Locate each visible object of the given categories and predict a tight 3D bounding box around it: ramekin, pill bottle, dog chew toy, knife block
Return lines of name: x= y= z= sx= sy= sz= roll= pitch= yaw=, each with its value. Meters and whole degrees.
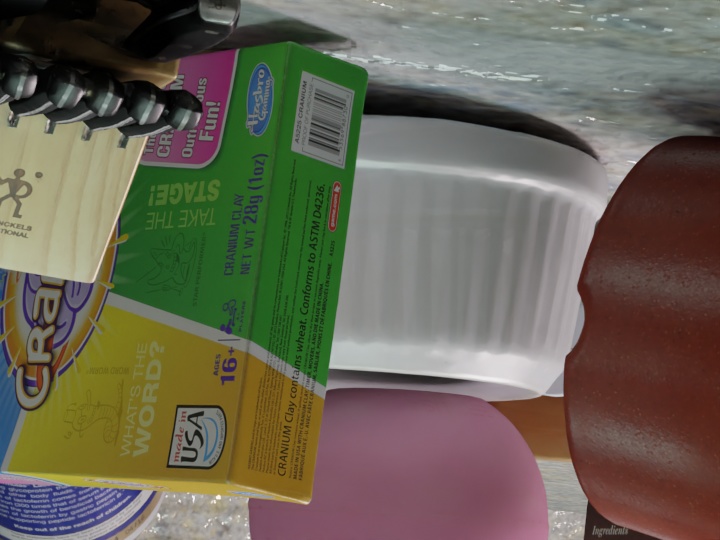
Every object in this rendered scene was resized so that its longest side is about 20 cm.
ramekin: x=0.000 y=0.000 z=0.959 sx=0.201 sy=0.095 sz=0.202 roll=3 pitch=174 yaw=0
pill bottle: x=-0.170 y=0.061 z=1.254 sx=0.115 sy=0.116 sz=0.200 roll=5 pitch=144 yaw=9
dog chew toy: x=0.012 y=0.150 z=0.963 sx=0.124 sy=0.201 sz=0.125 roll=4 pitch=173 yaw=1
knife block: x=-0.080 y=-0.095 z=0.620 sx=0.064 sy=0.176 sz=0.200 roll=11 pitch=-145 yaw=-20

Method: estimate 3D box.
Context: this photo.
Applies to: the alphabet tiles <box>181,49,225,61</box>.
alphabet tiles: x=-0.107 y=-0.069 z=0.925 sx=0.166 sy=0.006 sz=0.200 roll=3 pitch=171 yaw=18

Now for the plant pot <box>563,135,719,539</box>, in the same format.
plant pot: x=0.190 y=0.036 z=0.833 sx=0.195 sy=0.202 sz=0.201 roll=11 pitch=175 yaw=32

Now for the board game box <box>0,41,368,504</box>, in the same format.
board game box: x=-0.089 y=0.003 z=0.859 sx=0.199 sy=0.154 sz=0.040 roll=-3 pitch=165 yaw=45

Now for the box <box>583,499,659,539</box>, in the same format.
box: x=0.270 y=0.200 z=1.695 sx=0.165 sy=0.201 sz=0.164 roll=12 pitch=170 yaw=-29

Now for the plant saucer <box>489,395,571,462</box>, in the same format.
plant saucer: x=0.150 y=0.058 z=1.241 sx=0.199 sy=0.038 sz=0.200 roll=-5 pitch=-169 yaw=1

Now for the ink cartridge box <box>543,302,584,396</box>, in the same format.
ink cartridge box: x=0.063 y=0.037 z=1.123 sx=0.199 sy=0.057 sz=0.163 roll=-10 pitch=-179 yaw=5
